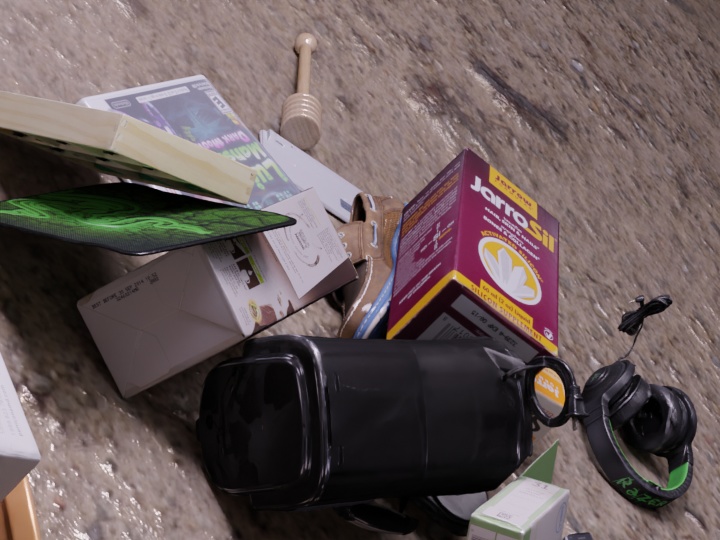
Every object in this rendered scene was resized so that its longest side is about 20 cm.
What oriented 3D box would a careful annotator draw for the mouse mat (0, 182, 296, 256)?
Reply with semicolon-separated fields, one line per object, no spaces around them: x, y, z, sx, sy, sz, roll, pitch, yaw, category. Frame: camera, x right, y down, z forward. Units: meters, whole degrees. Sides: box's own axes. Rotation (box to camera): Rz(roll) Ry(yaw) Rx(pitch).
-0.163;-0.038;1.527;0.199;0.008;0.160;11;16;41;mouse mat

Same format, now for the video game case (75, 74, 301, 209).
-0.125;-0.079;1.809;0.182;0.023;0.200;50;25;9;video game case

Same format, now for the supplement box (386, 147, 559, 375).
0.093;0.007;1.774;0.110;0.086;0.201;37;29;-17;supplement box

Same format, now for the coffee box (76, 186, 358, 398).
-0.098;0.013;1.593;0.080;0.113;0.200;63;26;-1;coffee box

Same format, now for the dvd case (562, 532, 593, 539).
0.171;0.310;1.563;0.025;0.151;0.201;-6;45;-11;dvd case

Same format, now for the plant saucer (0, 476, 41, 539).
-0.188;0.186;1.168;0.037;0.201;0.201;-8;48;-14;plant saucer

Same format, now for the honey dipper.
-0.054;-0.173;2.047;0.038;0.038;0.200;35;24;-20;honey dipper

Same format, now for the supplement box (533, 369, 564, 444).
0.098;0.049;1.901;0.126;0.074;0.201;30;30;-28;supplement box

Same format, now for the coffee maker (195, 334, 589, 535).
0.015;0.095;1.544;0.199;0.192;0.136;1;60;-45;coffee maker

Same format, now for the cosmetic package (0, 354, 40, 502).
-0.304;0.093;1.076;0.199;0.199;0.123;13;40;-49;cosmetic package

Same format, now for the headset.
0.261;0.118;2.025;0.123;0.094;0.201;29;41;-32;headset

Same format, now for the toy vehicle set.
-0.180;-0.090;1.599;0.124;0.027;0.199;22;-5;-39;toy vehicle set

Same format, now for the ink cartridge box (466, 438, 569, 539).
0.120;0.219;1.607;0.048;0.147;0.200;15;17;22;ink cartridge box

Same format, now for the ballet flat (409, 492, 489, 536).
0.018;0.132;1.704;0.200;0.057;0.066;46;61;7;ballet flat

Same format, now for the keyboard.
-0.011;-0.059;1.973;0.199;0.011;0.057;33;33;-25;keyboard

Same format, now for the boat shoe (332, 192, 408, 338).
0.000;0.000;1.843;0.072;0.073;0.200;26;29;-3;boat shoe
